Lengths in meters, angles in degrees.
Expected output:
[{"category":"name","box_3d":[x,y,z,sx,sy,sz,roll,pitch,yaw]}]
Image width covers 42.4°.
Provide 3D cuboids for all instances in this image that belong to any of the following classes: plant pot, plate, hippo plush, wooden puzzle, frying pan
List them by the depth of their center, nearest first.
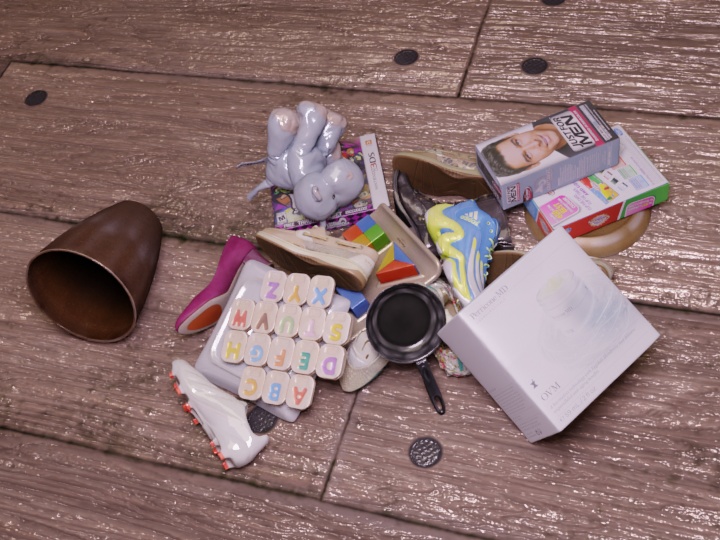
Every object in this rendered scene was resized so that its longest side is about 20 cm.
[{"category":"frying pan","box_3d":[0.088,0.098,1.300,0.115,0.190,0.031,-44,13,3]},{"category":"plate","box_3d":[-0.140,0.098,1.388,0.199,0.032,0.200,22,81,27]},{"category":"wooden puzzle","box_3d":[0.000,0.000,1.429,0.200,0.046,0.185,-40,49,-1]},{"category":"plant pot","box_3d":[0.362,-0.106,1.481,0.199,0.028,0.201,-6,51,8]},{"category":"hippo plush","box_3d":[-0.084,-0.166,1.494,0.199,0.160,0.161,-28,52,-10]},{"category":"plant pot","box_3d":[-0.406,-0.019,1.504,0.186,0.187,0.200,5,40,16]}]

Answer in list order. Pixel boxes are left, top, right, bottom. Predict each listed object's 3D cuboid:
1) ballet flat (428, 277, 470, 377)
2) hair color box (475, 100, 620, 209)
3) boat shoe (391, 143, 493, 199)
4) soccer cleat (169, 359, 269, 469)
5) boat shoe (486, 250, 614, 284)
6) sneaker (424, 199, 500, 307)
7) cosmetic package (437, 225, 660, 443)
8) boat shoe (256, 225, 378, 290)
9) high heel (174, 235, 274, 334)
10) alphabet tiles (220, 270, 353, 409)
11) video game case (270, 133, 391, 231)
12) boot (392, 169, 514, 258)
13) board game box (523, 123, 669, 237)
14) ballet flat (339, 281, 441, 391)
[{"category":"ballet flat","box_3d":[0.124,0.067,1.376,0.075,0.064,0.200,-20,51,-5]},{"category":"hair color box","box_3d":[0.291,-0.181,1.447,0.199,0.061,0.099,-22,51,-4]},{"category":"boat shoe","box_3d":[0.152,-0.166,1.551,0.199,0.073,0.063,16,51,10]},{"category":"soccer cleat","box_3d":[-0.208,0.200,1.349,0.077,0.069,0.200,-31,60,-18]},{"category":"boat shoe","box_3d":[0.280,0.002,1.397,0.199,0.072,0.065,4,17,29]},{"category":"sneaker","box_3d":[0.170,-0.027,1.378,0.105,0.076,0.201,-24,64,7]},{"category":"cosmetic package","box_3d":[0.250,0.086,1.248,0.199,0.123,0.200,-39,81,-18]},{"category":"boat shoe","box_3d":[-0.066,-0.030,1.403,0.199,0.072,0.065,18,62,28]},{"category":"high heel","box_3d":[-0.238,0.023,1.487,0.096,0.068,0.200,36,53,24]},{"category":"alphabet tiles","box_3d":[-0.109,0.097,1.346,0.199,0.015,0.196,6,77,24]},{"category":"video game case","box_3d":[-0.056,-0.145,1.596,0.199,0.036,0.182,-12,51,3]},{"category":"boot","box_3d":[0.148,-0.095,1.501,0.173,0.069,0.201,-15,60,-1]},{"category":"board game box","box_3d":[0.358,-0.138,1.464,0.199,0.040,0.153,-22,51,-5]},{"category":"ballet flat","box_3d":[0.030,0.090,1.341,0.200,0.062,0.067,-45,46,3]}]
